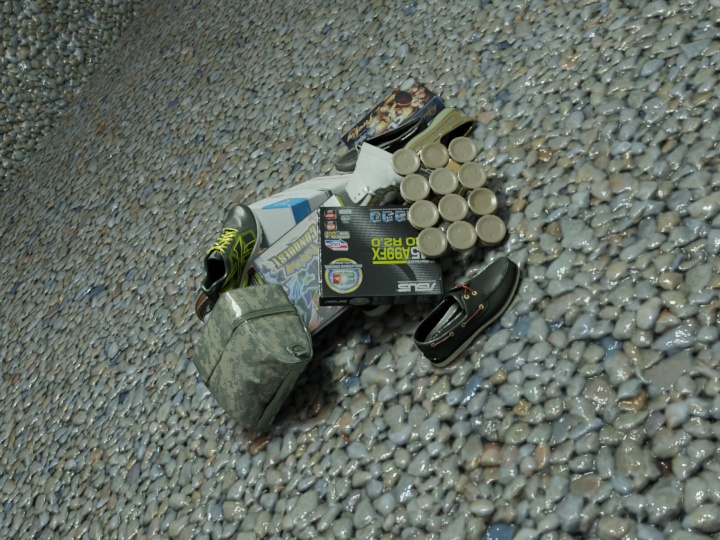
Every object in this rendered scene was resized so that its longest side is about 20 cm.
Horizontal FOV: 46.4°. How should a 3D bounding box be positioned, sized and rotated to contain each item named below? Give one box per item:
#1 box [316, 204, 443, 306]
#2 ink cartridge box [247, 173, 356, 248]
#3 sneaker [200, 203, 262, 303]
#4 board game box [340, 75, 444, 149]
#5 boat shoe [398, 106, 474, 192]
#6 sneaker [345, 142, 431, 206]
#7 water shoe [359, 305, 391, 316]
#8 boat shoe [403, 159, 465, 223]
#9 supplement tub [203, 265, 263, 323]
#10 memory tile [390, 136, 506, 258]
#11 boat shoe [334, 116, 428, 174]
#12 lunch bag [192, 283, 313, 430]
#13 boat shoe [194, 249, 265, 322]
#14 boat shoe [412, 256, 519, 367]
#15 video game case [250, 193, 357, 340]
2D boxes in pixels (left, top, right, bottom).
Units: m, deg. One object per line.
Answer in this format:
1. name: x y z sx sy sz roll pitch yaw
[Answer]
1. box: 0.028 -0.025 1.363 0.198 0.044 0.161 -1 67 -3
2. ink cartridge box: -0.101 -0.113 1.588 0.146 0.086 0.199 1 20 45
3. sneaker: -0.230 -0.032 1.488 0.074 0.085 0.201 -4 68 25
4. board game box: 0.063 -0.303 1.730 0.200 0.035 0.136 -42 37 4
5. boat shoe: 0.135 -0.221 1.560 0.076 0.072 0.200 30 78 41
6. sneaker: 0.048 -0.148 1.491 0.200 0.073 0.116 33 101 53
7. water shoe: 0.000 0.000 1.464 0.071 0.079 0.201 -36 38 12
8. boat shoe: 0.124 -0.129 1.482 0.073 0.063 0.201 16 67 50
9. supplement tub: -0.180 0.057 1.548 0.200 0.123 0.123 -41 37 6
10. memory tile: 0.144 -0.122 1.375 0.152 0.017 0.201 -14 69 -7
11. boat shoe: 0.040 -0.246 1.631 0.199 0.057 0.067 -18 35 2
12. lunch bag: -0.171 0.147 1.393 0.168 0.139 0.200 55 130 29
13. boat shoe: -0.248 0.037 1.674 0.200 0.070 0.070 -40 33 6
14. boat shoe: 0.163 0.054 1.274 0.201 0.063 0.074 -47 34 -4
15. video game case: -0.070 0.000 1.436 0.200 0.025 0.181 -37 71 15
